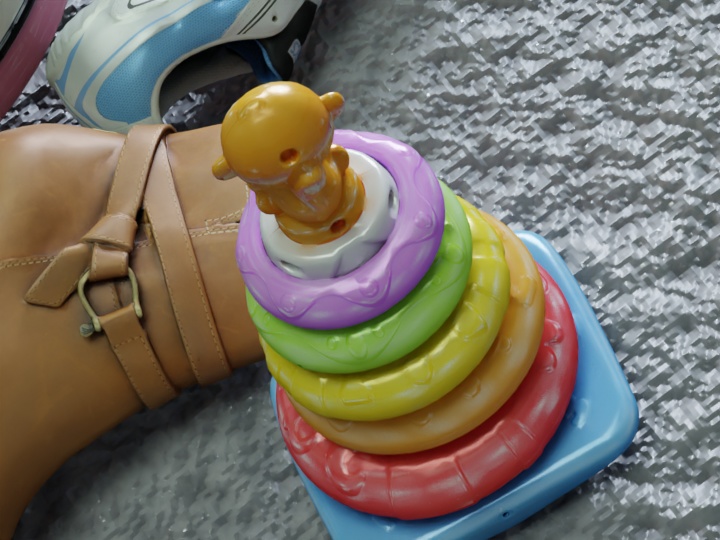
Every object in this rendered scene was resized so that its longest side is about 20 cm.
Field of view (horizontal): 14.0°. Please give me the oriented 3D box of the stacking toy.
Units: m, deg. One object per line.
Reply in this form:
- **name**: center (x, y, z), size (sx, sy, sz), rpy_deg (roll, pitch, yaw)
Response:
- **stacking toy**: center (0.000, 0.000, 0.941), size (0.116, 0.200, 0.110), rpy_deg (-30, 52, 4)

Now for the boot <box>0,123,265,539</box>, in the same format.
- **boot**: center (-0.098, 0.041, 1.047), size (0.154, 0.074, 0.201), rpy_deg (-8, 78, 0)

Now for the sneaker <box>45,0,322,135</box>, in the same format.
- **sneaker**: center (-0.031, -0.118, 1.124), size (0.200, 0.072, 0.072), rpy_deg (-44, 86, -10)

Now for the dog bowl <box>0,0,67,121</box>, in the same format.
- **dog bowl**: center (-0.195, -0.097, 1.147), size (0.200, 0.074, 0.200), rpy_deg (-31, 37, 27)
